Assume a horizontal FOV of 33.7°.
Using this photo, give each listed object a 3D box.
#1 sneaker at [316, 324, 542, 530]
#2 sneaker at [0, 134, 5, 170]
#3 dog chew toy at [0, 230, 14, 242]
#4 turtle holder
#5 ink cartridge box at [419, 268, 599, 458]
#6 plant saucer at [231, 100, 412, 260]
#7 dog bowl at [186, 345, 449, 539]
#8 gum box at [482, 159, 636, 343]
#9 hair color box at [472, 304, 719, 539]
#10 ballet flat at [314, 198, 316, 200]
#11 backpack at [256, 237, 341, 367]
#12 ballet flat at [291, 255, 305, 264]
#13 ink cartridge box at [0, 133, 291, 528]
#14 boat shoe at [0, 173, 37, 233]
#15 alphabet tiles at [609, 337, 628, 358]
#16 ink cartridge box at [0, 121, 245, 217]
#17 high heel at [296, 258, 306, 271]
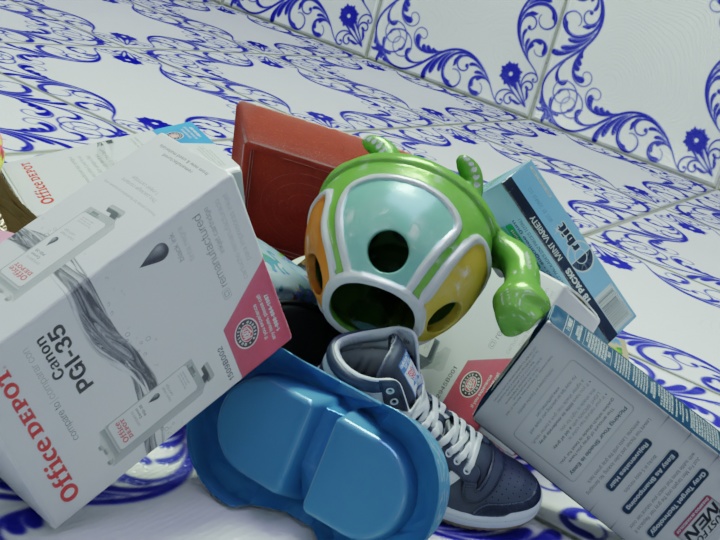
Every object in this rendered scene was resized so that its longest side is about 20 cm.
[{"bbox_3d":[0.052,0.112,0.865,0.197,0.110,0.070,21,37,1],"label":"sneaker"},{"bbox_3d":[-0.356,-0.108,1.064,0.078,0.199,0.090,49,57,-9],"label":"sneaker"},{"bbox_3d":[-0.257,0.026,0.874,0.196,0.127,0.125,4,19,-11],"label":"dog chew toy"},{"bbox_3d":[0.041,-0.001,0.914,0.184,0.141,0.133,36,43,-12],"label":"turtle holder"},{"bbox_3d":[0.085,0.046,1.047,0.199,0.147,0.085,30,-4,41],"label":"ink cartridge box"},{"bbox_3d":[-0.054,-0.071,1.287,0.197,0.202,0.037,17,47,4],"label":"plant saucer"},{"bbox_3d":[-0.026,0.125,0.801,0.198,0.113,0.049,25,5,27],"label":"dog bowl"},{"bbox_3d":[0.146,0.001,1.124,0.044,0.171,0.200,-37,4,-25],"label":"gum box"},{"bbox_3d":[0.194,0.130,0.904,0.199,0.101,0.060,38,18,5],"label":"hair color box"},{"bbox_3d":[0.000,0.000,1.026,0.067,0.069,0.202,-10,60,-10],"label":"ballet flat"},{"bbox_3d":[-0.111,0.028,0.975,0.198,0.156,0.162,13,-6,43],"label":"backpack"},{"bbox_3d":[-0.029,0.012,1.194,0.067,0.064,0.199,-6,3,32],"label":"ballet flat"},{"bbox_3d":[-0.155,0.037,0.734,0.199,0.148,0.082,-39,45,-23],"label":"ink cartridge box"},{"bbox_3d":[-0.304,-0.027,0.971,0.202,0.064,0.071,58,16,-5],"label":"boat shoe"},{"bbox_3d":[0.209,0.075,1.342,0.197,0.008,0.167,19,17,4],"label":"alphabet tiles"},{"bbox_3d":[-0.224,-0.064,1.127,0.197,0.087,0.146,-17,30,-21],"label":"ink cartridge box"},{"bbox_3d":[-0.037,-0.022,1.149,0.198,0.072,0.142,-15,41,-38],"label":"high heel"}]
